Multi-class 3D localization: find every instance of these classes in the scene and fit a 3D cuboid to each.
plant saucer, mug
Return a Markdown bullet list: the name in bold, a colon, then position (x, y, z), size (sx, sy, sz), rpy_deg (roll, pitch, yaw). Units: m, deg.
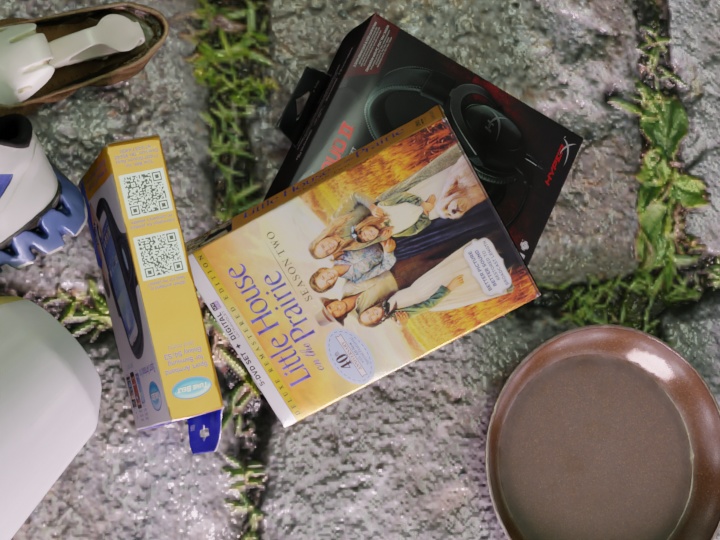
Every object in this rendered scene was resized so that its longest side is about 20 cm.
- **plant saucer**: position (0.178, 0.141, 1.132), size (0.200, 0.032, 0.201), rpy_deg (3, 81, -19)
- **mug**: position (-0.253, 0.081, 0.940), size (0.153, 0.149, 0.187), rpy_deg (-45, 104, -27)

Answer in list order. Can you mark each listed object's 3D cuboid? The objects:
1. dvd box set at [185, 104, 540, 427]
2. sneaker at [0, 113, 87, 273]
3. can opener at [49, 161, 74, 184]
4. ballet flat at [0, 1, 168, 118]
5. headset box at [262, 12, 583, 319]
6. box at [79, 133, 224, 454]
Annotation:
- **dvd box set**: position (0.000, 0.000, 1.027), size (0.200, 0.029, 0.147), rpy_deg (-27, 110, 7)
- **sneaker**: position (-0.263, -0.035, 0.915), size (0.199, 0.080, 0.115), rpy_deg (-40, 133, -30)
- **can opener**: position (-0.267, -0.104, 0.998), size (0.200, 0.067, 0.053), rpy_deg (44, 72, -8)
- **ballet flat**: position (-0.200, -0.136, 0.986), size (0.200, 0.072, 0.068), rpy_deg (-23, 94, -45)
- **headset box**: position (0.035, -0.073, 1.092), size (0.200, 0.077, 0.149), rpy_deg (30, 74, -14)
- **box**: position (-0.136, 0.023, 0.996), size (0.041, 0.119, 0.201), rpy_deg (-10, 85, -19)
